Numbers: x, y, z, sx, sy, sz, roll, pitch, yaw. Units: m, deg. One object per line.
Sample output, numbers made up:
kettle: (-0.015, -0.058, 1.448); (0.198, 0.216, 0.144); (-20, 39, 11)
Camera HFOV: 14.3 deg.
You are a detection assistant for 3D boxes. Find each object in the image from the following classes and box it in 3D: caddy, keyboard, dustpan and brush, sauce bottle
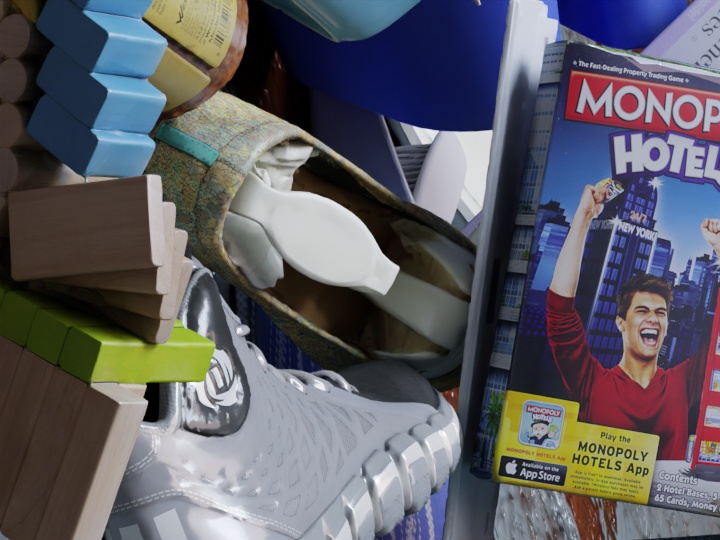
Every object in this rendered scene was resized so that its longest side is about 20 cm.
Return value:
caddy: (0.035, -0.136, 1.102); (0.200, 0.141, 0.105); (24, -41, 49)
keyboard: (0.046, 0.006, 0.986); (0.056, 0.011, 0.200); (-5, 102, -71)
dustpan and brush: (0.022, -0.016, 1.153); (0.140, 0.057, 0.200); (62, 21, -23)
sauce bottle: (-0.093, -0.096, 0.833); (0.200, 0.066, 0.066); (36, 41, -68)

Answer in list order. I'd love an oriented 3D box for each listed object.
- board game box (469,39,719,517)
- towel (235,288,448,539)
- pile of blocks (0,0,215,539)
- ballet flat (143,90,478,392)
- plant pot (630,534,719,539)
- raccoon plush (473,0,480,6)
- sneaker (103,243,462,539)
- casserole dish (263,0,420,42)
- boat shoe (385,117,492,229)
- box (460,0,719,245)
board game box: (0.141, -0.012, 1.006); (0.062, 0.200, 0.200); (-175, -84, -69)
towel: (0.001, 0.060, 1.089); (0.200, 0.024, 0.145); (55, 24, -50)
pile of blocks: (-0.066, -0.026, 0.735); (0.062, 0.082, 0.200); (1, 87, -55)
ballet flat: (0.000, 0.000, 0.979); (0.200, 0.071, 0.071); (33, 41, -43)
plant pot: (0.072, 0.165, 0.993); (0.200, 0.141, 0.142); (8, 77, -64)
raccoon plush: (0.003, -0.140, 0.910); (0.134, 0.097, 0.200); (49, 30, -3)
sneaker: (-0.032, 0.034, 0.890); (0.116, 0.075, 0.200); (67, 22, -10)
casserole dish: (-0.056, -0.132, 0.928); (0.121, 0.039, 0.200); (33, -3, 40)
boat shoe: (0.044, -0.041, 1.289); (0.073, 0.062, 0.200); (-42, 104, -41)
box: (0.115, -0.058, 1.075); (0.039, 0.200, 0.041); (49, 10, 22)
